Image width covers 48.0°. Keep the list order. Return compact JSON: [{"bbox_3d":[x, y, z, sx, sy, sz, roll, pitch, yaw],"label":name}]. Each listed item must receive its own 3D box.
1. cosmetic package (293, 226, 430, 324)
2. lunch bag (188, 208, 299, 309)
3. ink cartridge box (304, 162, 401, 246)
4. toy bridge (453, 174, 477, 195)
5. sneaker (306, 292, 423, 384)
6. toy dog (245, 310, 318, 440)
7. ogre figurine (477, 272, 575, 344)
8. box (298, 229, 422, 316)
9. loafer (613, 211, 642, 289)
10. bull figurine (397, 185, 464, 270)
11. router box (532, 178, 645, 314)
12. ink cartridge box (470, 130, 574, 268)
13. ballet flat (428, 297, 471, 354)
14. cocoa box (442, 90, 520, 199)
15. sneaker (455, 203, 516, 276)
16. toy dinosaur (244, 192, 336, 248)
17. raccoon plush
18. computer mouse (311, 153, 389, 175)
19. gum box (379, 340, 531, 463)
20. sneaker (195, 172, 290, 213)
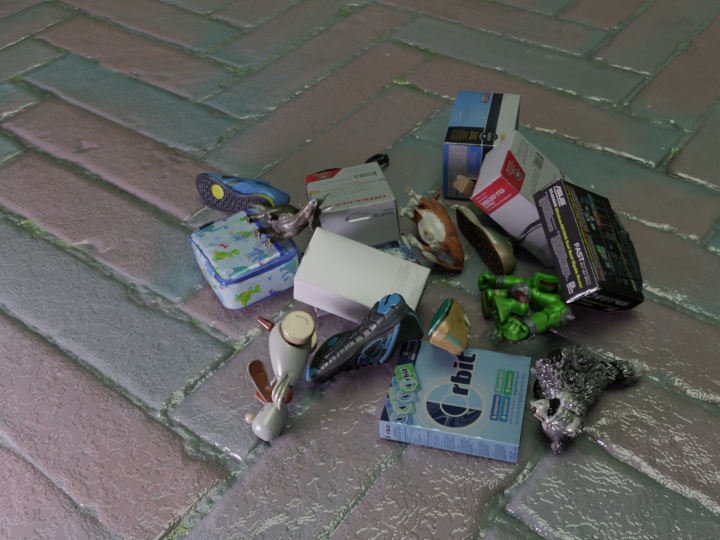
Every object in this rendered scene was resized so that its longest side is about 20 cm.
[{"bbox_3d":[0.001,0.021,1.313,0.199,0.085,0.108,21,64,7],"label":"cosmetic package"},{"bbox_3d":[-0.200,-0.028,1.424,0.160,0.083,0.200,-22,38,-17],"label":"lunch bag"},{"bbox_3d":[-0.017,-0.117,1.479,0.145,0.083,0.200,-11,28,-4],"label":"ink cartridge box"},{"bbox_3d":[0.252,-0.142,1.498,0.199,0.027,0.067,12,21,-32],"label":"toy bridge"},{"bbox_3d":[0.005,0.123,1.233,0.200,0.082,0.073,-36,23,16],"label":"sneaker"},{"bbox_3d":[-0.133,0.142,1.211,0.096,0.132,0.200,17,45,8],"label":"toy dog"},{"bbox_3d":[0.264,0.053,1.291,0.119,0.099,0.200,-5,5,-3],"label":"ogre figurine"},{"bbox_3d":[0.000,0.000,1.419,0.199,0.040,0.137,-14,42,-10],"label":"box"},{"bbox_3d":[0.439,-0.038,1.403,0.068,0.071,0.201,-6,42,-1],"label":"loafer"},{"bbox_3d":[0.125,-0.084,1.457,0.121,0.065,0.200,21,32,-42],"label":"bull figurine"},{"bbox_3d":[0.368,-0.036,1.307,0.150,0.062,0.201,13,56,-43],"label":"router box"},{"bbox_3d":[0.305,-0.125,1.425,0.200,0.084,0.144,39,45,-13],"label":"ink cartridge box"},{"bbox_3d":[0.142,0.092,1.257,0.063,0.069,0.200,35,13,3],"label":"ballet flat"},{"bbox_3d":[0.240,-0.248,1.604,0.131,0.134,0.200,6,43,12],"label":"cocoa box"},{"bbox_3d":[0.249,-0.068,1.449,0.090,0.067,0.200,-18,37,-10],"label":"sneaker"},{"bbox_3d":[-0.131,-0.084,1.375,0.102,0.077,0.200,-13,9,-32],"label":"toy dinosaur"},{"bbox_3d":[0.336,0.184,1.159,0.199,0.097,0.134,-7,50,-4],"label":"raccoon plush"},{"bbox_3d":[-0.022,-0.197,1.651,0.200,0.034,0.059,-22,28,-26],"label":"computer mouse"},{"bbox_3d":[0.144,0.187,1.198,0.199,0.045,0.170,8,42,12],"label":"gum box"},{"bbox_3d":[-0.231,-0.153,1.595,0.200,0.066,0.078,19,35,22],"label":"sneaker"}]
